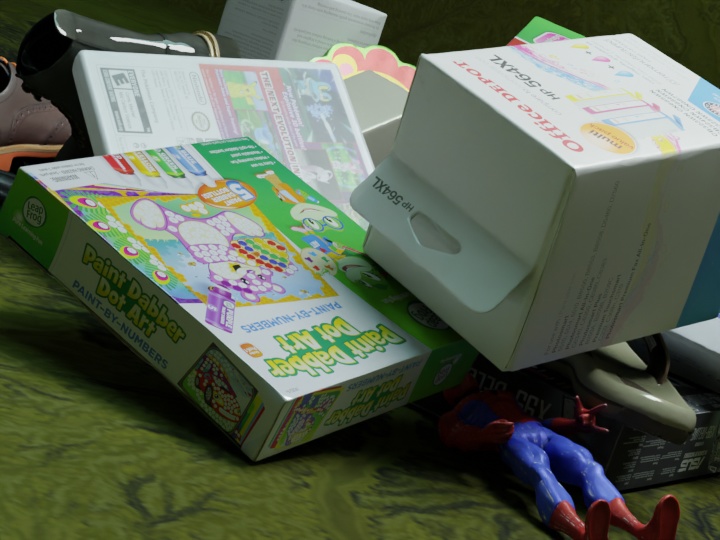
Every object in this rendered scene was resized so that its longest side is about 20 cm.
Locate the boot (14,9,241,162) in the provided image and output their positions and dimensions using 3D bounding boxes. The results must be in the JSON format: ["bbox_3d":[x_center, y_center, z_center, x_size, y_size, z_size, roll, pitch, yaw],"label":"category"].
[{"bbox_3d":[-0.191,-0.112,1.271,0.138,0.200,0.078,10,55,-39],"label":"boot"}]

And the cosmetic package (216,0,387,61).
[{"bbox_3d":[-0.068,-0.133,1.539,0.081,0.201,0.113,28,11,41],"label":"cosmetic package"}]

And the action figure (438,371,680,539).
[{"bbox_3d":[0.094,0.095,1.017,0.065,0.052,0.200,-6,17,-24],"label":"action figure"}]

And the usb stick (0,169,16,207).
[{"bbox_3d":[-0.251,-0.055,1.251,0.199,0.033,0.055,18,3,-5],"label":"usb stick"}]

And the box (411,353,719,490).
[{"bbox_3d":[0.129,0.078,1.179,0.157,0.050,0.200,25,11,29],"label":"box"}]

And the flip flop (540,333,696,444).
[{"bbox_3d":[0.142,0.040,1.097,0.081,0.058,0.200,15,13,-16],"label":"flip flop"}]

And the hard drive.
[{"bbox_3d":[0.215,0.061,1.260,0.132,0.025,0.200,26,-13,23],"label":"hard drive"}]

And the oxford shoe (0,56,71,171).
[{"bbox_3d":[-0.242,-0.119,1.365,0.071,0.073,0.200,14,21,24],"label":"oxford shoe"}]

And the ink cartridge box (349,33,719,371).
[{"bbox_3d":[0.107,-0.041,1.040,0.199,0.126,0.128,-11,39,-41],"label":"ink cartridge box"}]

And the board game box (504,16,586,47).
[{"bbox_3d":[0.090,-0.074,1.253,0.040,0.154,0.200,22,22,8],"label":"board game box"}]

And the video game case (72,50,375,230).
[{"bbox_3d":[-0.070,-0.049,1.164,0.181,0.023,0.201,0,55,-28],"label":"video game case"}]

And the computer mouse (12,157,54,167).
[{"bbox_3d":[-0.225,-0.102,1.482,0.199,0.046,0.140,14,26,22],"label":"computer mouse"}]

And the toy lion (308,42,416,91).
[{"bbox_3d":[0.027,-0.076,1.481,0.191,0.201,0.069,4,-18,-23],"label":"toy lion"}]

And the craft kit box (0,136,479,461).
[{"bbox_3d":[-0.059,0.006,1.015,0.197,0.049,0.200,41,28,20],"label":"craft kit box"}]

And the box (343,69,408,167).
[{"bbox_3d":[-0.052,-0.062,1.271,0.199,0.069,0.082,-23,35,-23],"label":"box"}]
